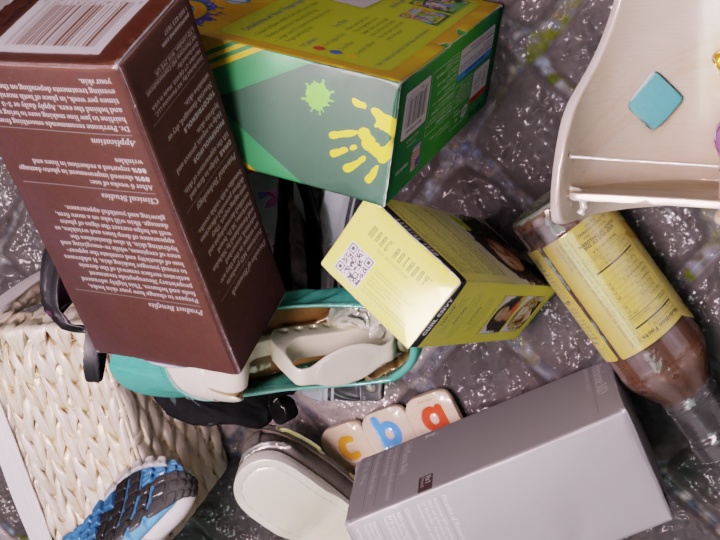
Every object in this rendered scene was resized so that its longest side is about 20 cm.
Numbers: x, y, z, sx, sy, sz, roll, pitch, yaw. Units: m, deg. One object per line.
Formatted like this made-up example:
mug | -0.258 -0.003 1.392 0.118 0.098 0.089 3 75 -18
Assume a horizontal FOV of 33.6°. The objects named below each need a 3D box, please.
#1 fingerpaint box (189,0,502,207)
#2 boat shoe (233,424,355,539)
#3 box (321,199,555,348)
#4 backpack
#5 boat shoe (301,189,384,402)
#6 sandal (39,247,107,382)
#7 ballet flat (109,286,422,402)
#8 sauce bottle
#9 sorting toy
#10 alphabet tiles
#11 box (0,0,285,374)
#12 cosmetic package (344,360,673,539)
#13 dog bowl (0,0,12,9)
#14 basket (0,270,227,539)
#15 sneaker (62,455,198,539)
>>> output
fingerpaint box | -0.024 -0.120 0.707 0.165 0.200 0.074 16 118 15
boat shoe | -0.013 0.190 0.894 0.072 0.061 0.202 -39 112 17
box | 0.054 0.003 0.718 0.075 0.199 0.050 43 105 18
backpack | -0.101 -0.014 0.794 0.125 0.167 0.203 -4 113 -22
boat shoe | 0.000 0.000 0.833 0.070 0.072 0.203 5 117 0
sandal | -0.190 -0.010 0.804 0.047 0.202 0.076 -1 142 -11
ballet flat | -0.055 0.045 0.711 0.197 0.071 0.068 -8 109 -4
sauce bottle | 0.177 0.033 0.766 0.064 0.065 0.201 -32 98 30
sorting toy | 0.217 -0.116 0.672 0.197 0.107 0.183 6 106 21
alphabet tiles | 0.059 0.189 0.910 0.198 0.015 0.197 -22 102 29
box | -0.116 -0.043 0.626 0.099 0.075 0.202 7 133 24
cosmetic package | 0.098 0.144 0.795 0.198 0.107 0.091 -27 100 10
dog bowl | -0.350 -0.181 0.904 0.197 0.059 0.203 9 114 20
basket | -0.196 0.104 0.916 0.122 0.136 0.203 -7 110 21
sneaker | -0.164 0.207 0.847 0.086 0.075 0.200 36 122 -19
